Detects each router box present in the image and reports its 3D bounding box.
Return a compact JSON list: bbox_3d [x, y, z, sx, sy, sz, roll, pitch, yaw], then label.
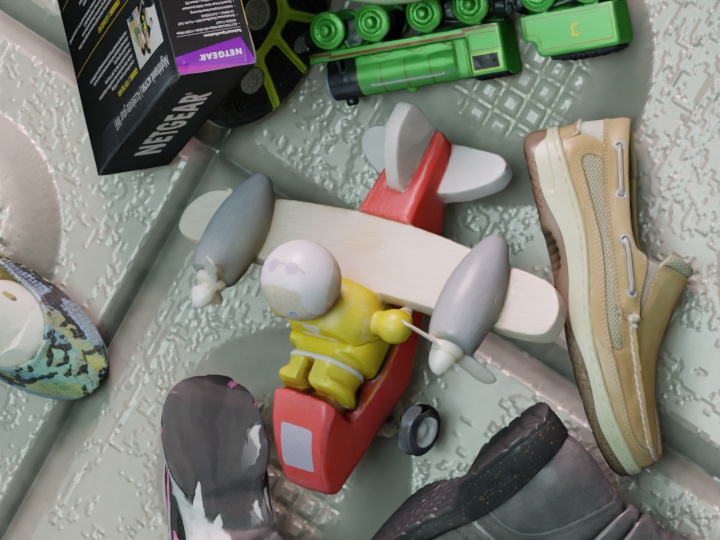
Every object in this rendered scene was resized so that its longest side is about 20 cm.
[{"bbox_3d":[-0.125,-0.154,1.629,0.051,0.200,0.149,-10,80,-20],"label":"router box"}]

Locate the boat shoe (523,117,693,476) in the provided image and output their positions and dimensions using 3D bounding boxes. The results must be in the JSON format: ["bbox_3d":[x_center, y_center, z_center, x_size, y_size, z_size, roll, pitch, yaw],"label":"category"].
[{"bbox_3d":[0.147,0.011,1.563,0.076,0.072,0.200,-14,83,7],"label":"boat shoe"}]

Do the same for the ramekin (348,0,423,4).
[{"bbox_3d":[0.008,-0.245,1.581,0.200,0.098,0.200,0,91,-7],"label":"ramekin"}]

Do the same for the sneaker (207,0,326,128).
[{"bbox_3d":[-0.067,-0.183,1.674,0.076,0.075,0.200,10,89,46],"label":"sneaker"}]

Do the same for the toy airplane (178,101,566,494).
[{"bbox_3d":[0.000,0.000,1.583,0.200,0.141,0.199,-34,65,25],"label":"toy airplane"}]

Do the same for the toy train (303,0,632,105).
[{"bbox_3d":[0.061,-0.135,1.623,0.200,0.042,0.056,-9,94,23],"label":"toy train"}]

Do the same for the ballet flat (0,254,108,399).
[{"bbox_3d":[-0.243,0.014,1.732,0.200,0.074,0.074,34,100,22],"label":"ballet flat"}]

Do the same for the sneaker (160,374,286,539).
[{"bbox_3d":[-0.075,0.165,1.641,0.080,0.086,0.200,-1,75,-6],"label":"sneaker"}]

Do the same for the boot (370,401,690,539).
[{"bbox_3d":[0.082,0.172,1.574,0.132,0.070,0.200,45,132,-6],"label":"boot"}]
